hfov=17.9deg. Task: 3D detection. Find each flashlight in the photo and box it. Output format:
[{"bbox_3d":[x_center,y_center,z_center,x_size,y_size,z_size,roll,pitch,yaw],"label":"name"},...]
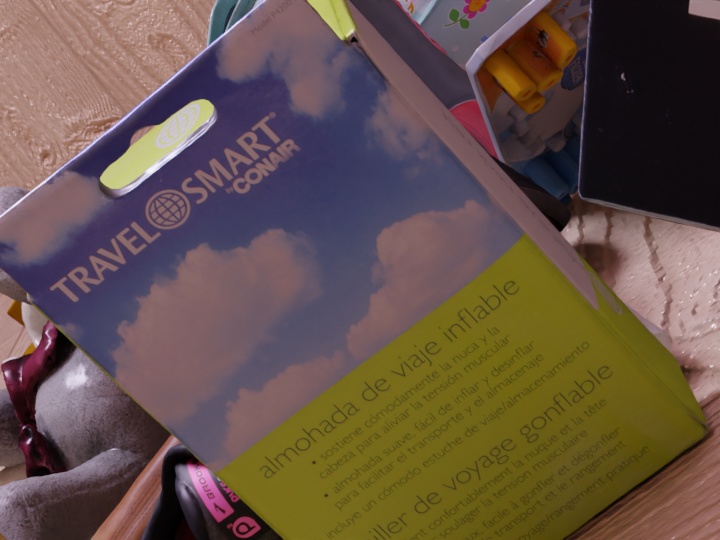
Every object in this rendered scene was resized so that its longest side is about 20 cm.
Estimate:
[{"bbox_3d":[0.018,-0.107,1.065,0.068,0.200,0.068,-46,13,-19],"label":"flashlight"}]

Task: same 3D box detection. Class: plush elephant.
[{"bbox_3d":[-0.124,0.063,0.988,0.200,0.165,0.155,3,-14,-44],"label":"plush elephant"}]

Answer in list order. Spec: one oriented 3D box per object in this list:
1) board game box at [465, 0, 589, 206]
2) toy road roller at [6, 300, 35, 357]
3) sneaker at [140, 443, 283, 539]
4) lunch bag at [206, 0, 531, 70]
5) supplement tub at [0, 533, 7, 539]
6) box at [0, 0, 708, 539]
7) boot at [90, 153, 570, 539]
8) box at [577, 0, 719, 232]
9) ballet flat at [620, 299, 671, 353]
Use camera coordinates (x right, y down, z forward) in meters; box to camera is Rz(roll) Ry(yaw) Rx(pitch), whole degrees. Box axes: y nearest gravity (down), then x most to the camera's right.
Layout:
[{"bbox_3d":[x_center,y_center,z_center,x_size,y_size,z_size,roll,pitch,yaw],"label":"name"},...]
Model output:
[{"bbox_3d":[0.136,-0.114,0.953,0.200,0.026,0.200,-41,-16,-1],"label":"board game box"},{"bbox_3d":[-0.120,0.041,1.197,0.146,0.123,0.200,-52,5,24],"label":"toy road roller"},{"bbox_3d":[-0.016,0.067,0.768,0.084,0.077,0.200,-24,-24,-51],"label":"sneaker"},{"bbox_3d":[0.015,-0.122,1.193,0.200,0.122,0.170,-56,-23,21],"label":"lunch bag"},{"bbox_3d":[-0.168,0.137,0.742,0.145,0.200,0.145,-38,11,9],"label":"supplement tub"},{"bbox_3d":[-0.004,0.012,0.675,0.122,0.200,0.048,-38,28,12],"label":"box"},{"bbox_3d":[-0.005,0.040,0.913,0.200,0.068,0.188,-62,-18,11],"label":"boot"},{"bbox_3d":[0.149,-0.138,0.732,0.104,0.201,0.182,14,36,19],"label":"box"},{"bbox_3d":[0.055,0.016,0.825,0.069,0.069,0.200,-42,11,-7],"label":"ballet flat"}]
